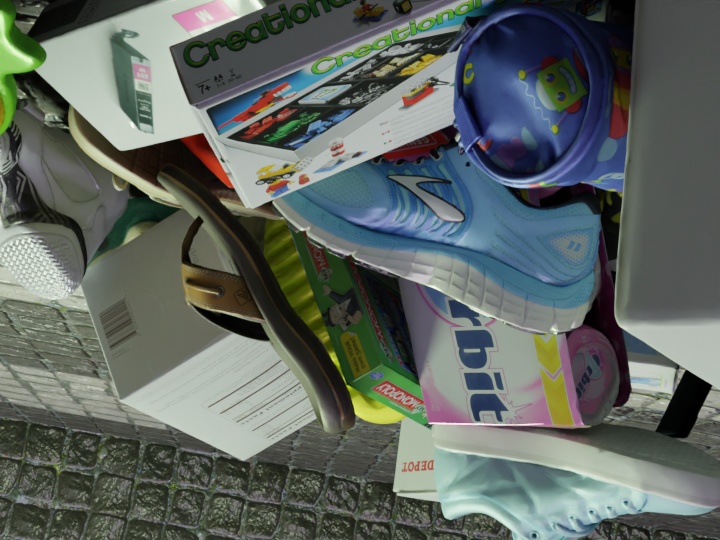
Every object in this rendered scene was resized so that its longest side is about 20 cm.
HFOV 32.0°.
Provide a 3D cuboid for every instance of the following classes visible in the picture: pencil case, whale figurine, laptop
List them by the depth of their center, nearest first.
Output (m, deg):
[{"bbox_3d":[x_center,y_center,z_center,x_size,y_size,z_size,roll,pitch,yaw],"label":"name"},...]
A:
[{"bbox_3d":[0.119,-0.073,0.592,0.086,0.079,0.199,-19,169,37],"label":"pencil case"},{"bbox_3d":[0.290,0.040,0.814,0.197,0.118,0.187,-7,172,7],"label":"laptop"},{"bbox_3d":[-0.138,-0.025,1.039,0.198,0.105,0.159,-26,151,21],"label":"whale figurine"}]

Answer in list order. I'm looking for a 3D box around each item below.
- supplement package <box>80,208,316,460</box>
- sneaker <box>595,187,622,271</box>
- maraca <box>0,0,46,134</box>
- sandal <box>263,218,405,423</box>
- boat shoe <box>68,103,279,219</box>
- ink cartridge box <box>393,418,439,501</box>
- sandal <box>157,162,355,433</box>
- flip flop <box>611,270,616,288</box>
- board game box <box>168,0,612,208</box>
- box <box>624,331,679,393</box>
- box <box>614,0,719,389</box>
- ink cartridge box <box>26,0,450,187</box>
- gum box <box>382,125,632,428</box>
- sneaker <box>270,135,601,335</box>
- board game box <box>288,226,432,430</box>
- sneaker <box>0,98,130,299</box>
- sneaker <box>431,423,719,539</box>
[{"bbox_3d":[-0.106,0.054,0.963,0.109,0.115,0.200,-30,151,9],"label":"supplement package"},{"bbox_3d":[0.178,-0.059,0.765,0.198,0.075,0.084,-17,145,40],"label":"sneaker"},{"bbox_3d":[-0.253,-0.122,0.703,0.136,0.108,0.199,28,152,-26],"label":"maraca"},{"bbox_3d":[-0.011,0.018,0.978,0.079,0.202,0.087,-18,-163,21],"label":"sandal"},{"bbox_3d":[-0.120,-0.073,0.857,0.062,0.074,0.199,-11,156,44],"label":"boat shoe"},{"bbox_3d":[0.107,0.100,1.090,0.083,0.203,0.145,16,164,-26],"label":"ink cartridge box"},{"bbox_3d":[-0.073,0.020,0.762,0.054,0.201,0.082,-32,172,-7],"label":"sandal"},{"bbox_3d":[0.184,0.011,0.840,0.081,0.198,0.058,30,145,58],"label":"flip flop"},{"bbox_3d":[0.021,-0.100,0.582,0.198,0.035,0.126,-23,162,-1],"label":"board game box"},{"bbox_3d":[0.144,0.018,0.948,0.197,0.114,0.101,6,166,14],"label":"box"},{"bbox_3d":[0.227,-0.046,0.521,0.170,0.203,0.198,-6,159,37],"label":"box"},{"bbox_3d":[-0.073,-0.098,0.713,0.198,0.044,0.174,-6,139,43],"label":"ink cartridge box"},{"bbox_3d":[0.084,-0.002,0.750,0.113,0.203,0.066,-4,-168,42],"label":"gum box"},{"bbox_3d":[0.038,-0.041,0.676,0.198,0.091,0.078,21,-169,8],"label":"sneaker"},{"bbox_3d":[0.000,0.000,0.837,0.029,0.202,0.134,-30,150,16],"label":"board game box"},{"bbox_3d":[-0.229,-0.089,0.872,0.074,0.115,0.202,-2,127,32],"label":"sneaker"},{"bbox_3d":[0.131,0.137,0.763,0.198,0.083,0.073,4,-174,43],"label":"sneaker"}]
